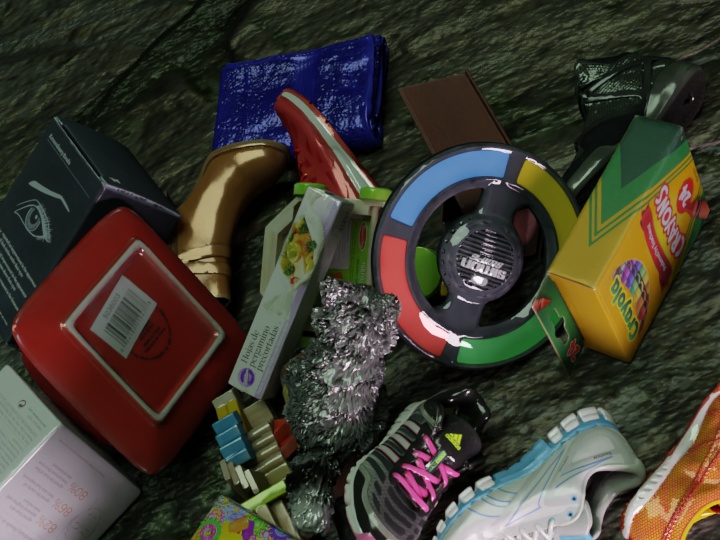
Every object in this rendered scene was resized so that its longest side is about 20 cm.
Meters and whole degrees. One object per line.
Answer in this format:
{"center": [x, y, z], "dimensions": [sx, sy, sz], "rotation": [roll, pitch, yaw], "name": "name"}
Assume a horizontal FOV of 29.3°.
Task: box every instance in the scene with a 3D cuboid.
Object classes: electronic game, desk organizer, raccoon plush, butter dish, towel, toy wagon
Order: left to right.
{"center": [-0.240, 0.078, 1.323], "dimensions": [0.147, 0.200, 0.201], "rotation": [-26, 22, 45], "name": "butter dish"}
{"center": [-0.069, -0.183, 1.493], "dimensions": [0.197, 0.050, 0.149], "rotation": [-10, 54, 20], "name": "towel"}
{"center": [-0.008, 0.104, 1.144], "dimensions": [0.095, 0.135, 0.202], "rotation": [5, 47, -11], "name": "raccoon plush"}
{"center": [0.000, 0.000, 1.302], "dimensions": [0.197, 0.039, 0.158], "rotation": [5, 90, 21], "name": "toy wagon"}
{"center": [0.102, -0.097, 1.319], "dimensions": [0.076, 0.072, 0.201], "rotation": [-14, 49, -12], "name": "desk organizer"}
{"center": [0.106, -0.012, 1.210], "dimensions": [0.199, 0.201, 0.042], "rotation": [-39, 16, -3], "name": "electronic game"}

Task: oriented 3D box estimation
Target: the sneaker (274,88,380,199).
{"center": [-0.053, -0.082, 1.376], "dimensions": [0.115, 0.078, 0.201], "rotation": [-39, 66, 1], "name": "sneaker"}

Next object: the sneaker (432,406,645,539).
{"center": [0.143, 0.197, 1.105], "dimensions": [0.199, 0.075, 0.087], "rotation": [-40, 41, -2], "name": "sneaker"}

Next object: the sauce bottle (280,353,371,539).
{"center": [-0.021, 0.164, 1.225], "dimensions": [0.064, 0.065, 0.201], "rotation": [-27, 52, 7], "name": "sauce bottle"}

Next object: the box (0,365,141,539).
{"center": [-0.334, 0.220, 1.284], "dimensions": [0.200, 0.153, 0.106], "rotation": [-46, 51, -9], "name": "box"}

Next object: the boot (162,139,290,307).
{"center": [-0.146, -0.035, 1.419], "dimensions": [0.199, 0.074, 0.156], "rotation": [-30, 49, 19], "name": "boot"}

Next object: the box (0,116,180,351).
{"center": [-0.300, -0.029, 1.423], "dimensions": [0.201, 0.104, 0.148], "rotation": [-54, 46, 13], "name": "box"}

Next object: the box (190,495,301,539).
{"center": [-0.030, 0.299, 1.052], "dimensions": [0.199, 0.193, 0.123], "rotation": [22, 69, 36], "name": "box"}

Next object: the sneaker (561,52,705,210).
{"center": [0.226, -0.129, 1.295], "dimensions": [0.114, 0.076, 0.200], "rotation": [26, 69, 38], "name": "sneaker"}

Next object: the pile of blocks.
{"center": [-0.085, 0.170, 1.239], "dimensions": [0.062, 0.082, 0.201], "rotation": [-30, 50, 5], "name": "pile of blocks"}

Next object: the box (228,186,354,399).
{"center": [-0.064, 0.021, 1.283], "dimensions": [0.038, 0.041, 0.202], "rotation": [25, 98, 19], "name": "box"}

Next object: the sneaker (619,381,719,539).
{"center": [0.286, 0.148, 1.091], "dimensions": [0.077, 0.073, 0.201], "rotation": [34, 82, 18], "name": "sneaker"}

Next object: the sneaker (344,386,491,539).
{"center": [0.053, 0.156, 1.128], "dimensions": [0.087, 0.074, 0.200], "rotation": [-37, 7, 34], "name": "sneaker"}

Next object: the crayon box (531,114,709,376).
{"center": [0.226, -0.013, 1.181], "dimensions": [0.050, 0.127, 0.201], "rotation": [20, 70, 35], "name": "crayon box"}
